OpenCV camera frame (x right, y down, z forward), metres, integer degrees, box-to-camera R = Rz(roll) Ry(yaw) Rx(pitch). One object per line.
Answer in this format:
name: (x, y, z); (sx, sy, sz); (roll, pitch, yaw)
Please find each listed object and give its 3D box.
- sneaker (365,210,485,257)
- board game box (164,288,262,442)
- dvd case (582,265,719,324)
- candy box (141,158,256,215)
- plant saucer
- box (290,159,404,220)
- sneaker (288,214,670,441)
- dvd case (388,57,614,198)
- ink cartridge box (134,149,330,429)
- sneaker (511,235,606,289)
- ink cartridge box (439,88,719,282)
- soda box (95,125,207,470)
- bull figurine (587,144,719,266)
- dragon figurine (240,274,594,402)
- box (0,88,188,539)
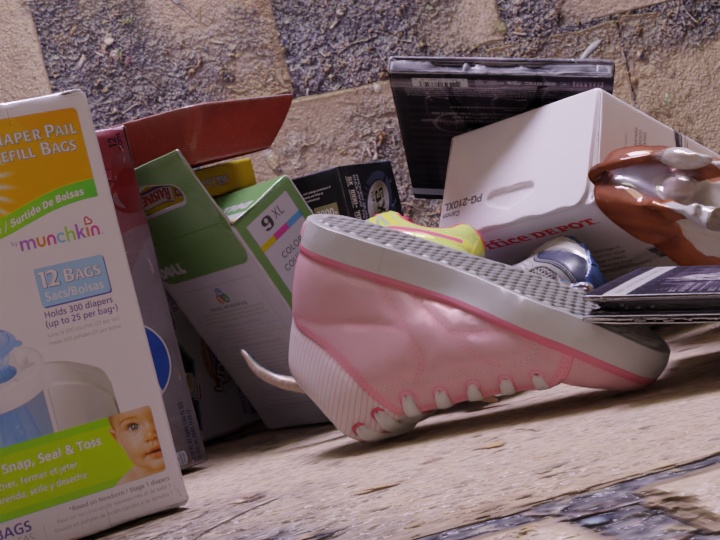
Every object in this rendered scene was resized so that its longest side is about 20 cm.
sneaker: (0.000, 0.000, 0.906); (0.199, 0.079, 0.090); (7, 44, 36)
board game box: (-0.152, 0.050, 0.891); (0.040, 0.154, 0.199); (-14, -1, 34)
dvd case: (0.217, 0.009, 0.633); (0.198, 0.016, 0.149); (-1, 5, 22)
candy box: (-0.167, -0.045, 0.965); (0.102, 0.027, 0.200); (-12, 5, 29)
plant saucer: (-0.159, -0.076, 0.920); (0.198, 0.037, 0.200); (-13, 6, 16)
box: (-0.060, 0.021, 1.023); (0.199, 0.165, 0.086); (-15, 0, 30)
sneaker: (0.050, 0.047, 0.682); (0.199, 0.106, 0.075); (18, 10, 22)
dvd case: (0.104, -0.097, 0.975); (0.147, 0.016, 0.200); (2, -22, 9)
ink cartridge box: (-0.066, 0.003, 0.842); (0.103, 0.201, 0.059); (-13, 27, 50)
sneaker: (0.091, 0.038, 0.893); (0.085, 0.078, 0.200); (-25, -3, -28)
ink cartridge box: (0.174, -0.038, 0.938); (0.199, 0.085, 0.144); (21, -22, -35)
soda box: (-0.153, 0.024, 0.782); (0.070, 0.202, 0.063); (-15, 1, -30)
bull figurine: (0.231, -0.025, 0.813); (0.199, 0.066, 0.121); (17, -5, -26)
dragon figurine: (0.039, 0.049, 0.781); (0.198, 0.059, 0.099); (-14, 0, 14)
box: (-0.172, 0.028, 0.645); (0.112, 0.202, 0.101); (-14, 0, -29)
